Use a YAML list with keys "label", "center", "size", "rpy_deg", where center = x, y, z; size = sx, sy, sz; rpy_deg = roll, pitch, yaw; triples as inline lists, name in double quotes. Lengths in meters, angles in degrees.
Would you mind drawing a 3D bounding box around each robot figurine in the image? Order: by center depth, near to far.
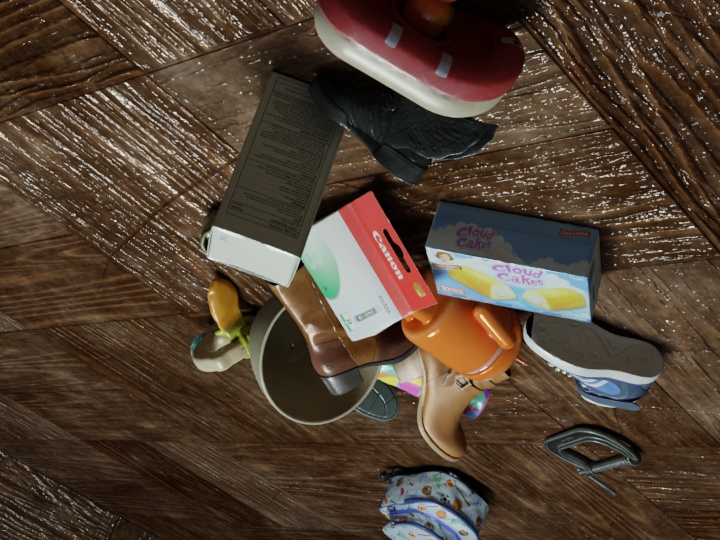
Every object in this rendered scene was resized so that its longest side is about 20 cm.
- label: "robot figurine"
  center: [0.134, 0.070, 1.654]
  size: [0.199, 0.118, 0.143]
  rpy_deg: [34, 128, -28]

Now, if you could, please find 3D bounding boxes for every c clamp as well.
- label: "c clamp"
  center: [0.387, 0.302, 2.052]
  size: [0.169, 0.027, 0.200]
  rpy_deg: [28, 156, -5]

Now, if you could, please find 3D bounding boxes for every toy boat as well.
- label: "toy boat"
  center: [0.064, -0.232, 1.123]
  size: [0.198, 0.131, 0.131]
  rpy_deg: [27, 125, -15]

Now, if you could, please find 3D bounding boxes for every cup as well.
- label: "cup"
  center: [-0.084, 0.104, 1.832]
  size: [0.199, 0.202, 0.143]
  rpy_deg: [35, 174, -31]

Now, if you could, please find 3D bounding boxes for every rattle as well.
- label: "rattle"
  center: [-0.243, 0.078, 2.013]
  size: [0.143, 0.130, 0.200]
  rpy_deg: [45, 173, -25]

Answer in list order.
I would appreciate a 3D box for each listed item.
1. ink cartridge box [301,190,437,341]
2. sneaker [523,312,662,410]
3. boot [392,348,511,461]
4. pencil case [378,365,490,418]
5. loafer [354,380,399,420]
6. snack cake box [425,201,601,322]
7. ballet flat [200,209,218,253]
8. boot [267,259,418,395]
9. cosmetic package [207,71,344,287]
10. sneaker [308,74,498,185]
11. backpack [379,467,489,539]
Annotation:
- label: "ink cartridge box"
  center: [0.000, 0.000, 1.585]
  size: [0.162, 0.050, 0.200]
  rpy_deg: [59, 157, -4]
- label: "sneaker"
  center: [0.293, 0.130, 1.698]
  size: [0.197, 0.082, 0.147]
  rpy_deg: [16, 151, -5]
- label: "boot"
  center: [0.149, 0.169, 1.803]
  size: [0.153, 0.077, 0.202]
  rpy_deg: [-20, 100, 24]
- label: "pencil case"
  center: [0.099, 0.153, 1.888]
  size: [0.197, 0.089, 0.089]
  rpy_deg: [21, 155, -1]
- label: "loafer"
  center: [-0.025, 0.176, 2.066]
  size: [0.198, 0.072, 0.063]
  rpy_deg: [33, 173, -11]
- label: "snack cake box"
  center: [0.185, -0.010, 1.514]
  size: [0.197, 0.068, 0.115]
  rpy_deg: [11, 155, 19]
- label: "ballet flat"
  center: [-0.142, -0.052, 1.672]
  size: [0.198, 0.072, 0.071]
  rpy_deg: [-7, 145, 44]
- label: "boot"
  center: [-0.010, 0.043, 1.742]
  size: [0.202, 0.186, 0.069]
  rpy_deg: [64, 175, -23]
- label: "cosmetic package"
  center: [-0.087, -0.099, 1.374]
  size: [0.102, 0.202, 0.087]
  rpy_deg: [21, 154, -3]
- label: "sneaker"
  center: [0.040, -0.167, 1.306]
  size: [0.200, 0.105, 0.060]
  rpy_deg: [45, -158, 22]
- label: "backpack"
  center: [0.145, 0.465, 2.421]
  size: [0.199, 0.156, 0.190]
  rpy_deg: [33, 142, -21]
